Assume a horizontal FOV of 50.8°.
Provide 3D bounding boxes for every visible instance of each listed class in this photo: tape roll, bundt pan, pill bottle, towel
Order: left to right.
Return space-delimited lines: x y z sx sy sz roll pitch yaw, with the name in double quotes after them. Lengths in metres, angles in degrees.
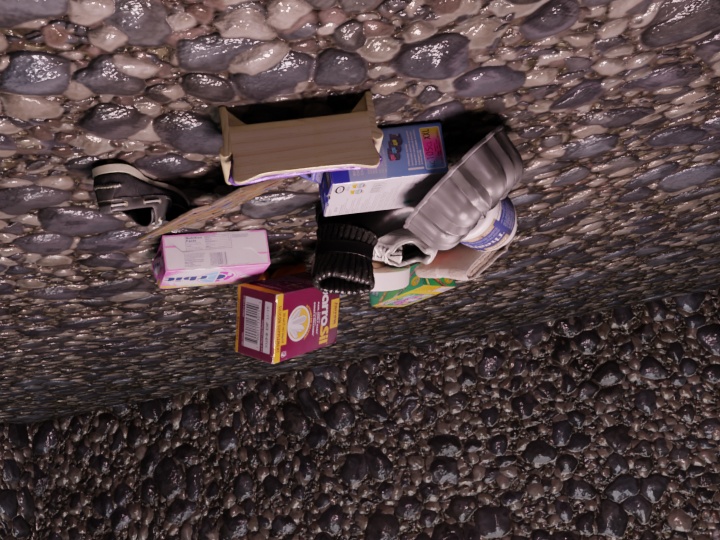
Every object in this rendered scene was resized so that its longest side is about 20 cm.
0.000 0.000 1.493 0.197 0.038 0.203 3 -168 -1 "tape roll"
0.206 -0.037 1.444 0.131 0.035 0.199 1 -150 46 "towel"
0.157 -0.108 1.082 0.202 0.076 0.202 -45 174 -5 "bundt pan"
0.204 -0.094 1.296 0.109 0.114 0.199 -15 167 24 "pill bottle"

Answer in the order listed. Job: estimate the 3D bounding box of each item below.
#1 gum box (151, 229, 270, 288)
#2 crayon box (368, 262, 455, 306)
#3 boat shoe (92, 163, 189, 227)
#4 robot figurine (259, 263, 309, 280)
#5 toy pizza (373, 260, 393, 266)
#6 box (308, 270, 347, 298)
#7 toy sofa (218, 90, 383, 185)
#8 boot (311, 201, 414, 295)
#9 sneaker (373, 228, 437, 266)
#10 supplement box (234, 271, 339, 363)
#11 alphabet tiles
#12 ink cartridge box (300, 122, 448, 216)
-0.272 -0.019 1.362 0.195 0.068 0.113 -4 165 -23 "gum box"
0.125 0.039 1.889 0.117 0.060 0.198 3 161 -41 "crayon box"
-0.303 -0.090 1.062 0.070 0.069 0.200 -15 169 15 "boat shoe"
-0.162 0.066 1.641 0.141 0.119 0.201 14 144 -20 "robot figurine"
0.082 -0.057 1.399 0.195 0.032 0.201 -11 153 -6 "toy pizza"
-0.026 0.018 1.733 0.196 0.045 0.160 -15 165 21 "box"
-0.073 -0.147 0.925 0.195 0.100 0.083 -9 166 -8 "toy sofa"
0.020 -0.046 1.228 0.206 0.161 0.080 -11 143 9 "boot"
0.041 -0.047 1.307 0.195 0.082 0.076 -1 133 12 "sneaker"
-0.136 0.086 1.445 0.101 0.134 0.198 11 -166 33 "supplement box"
-0.209 -0.094 1.113 0.197 0.008 0.166 -21 -177 36 "alphabet tiles"
0.012 -0.138 1.065 0.195 0.078 0.137 -9 167 -10 "ink cartridge box"
